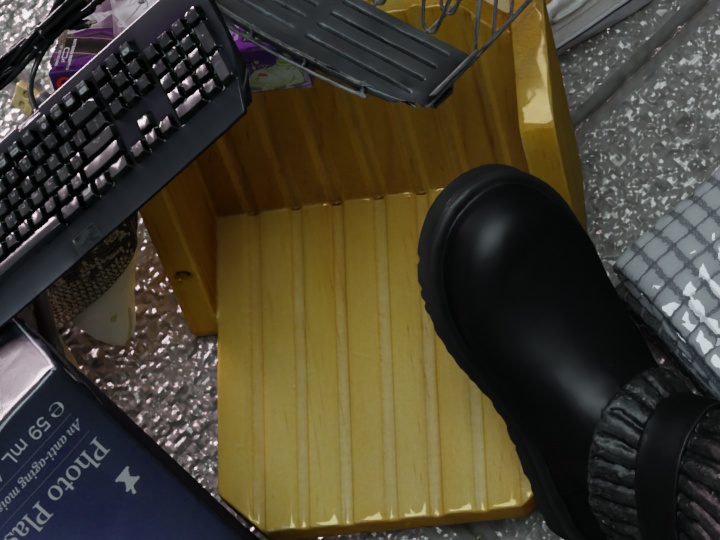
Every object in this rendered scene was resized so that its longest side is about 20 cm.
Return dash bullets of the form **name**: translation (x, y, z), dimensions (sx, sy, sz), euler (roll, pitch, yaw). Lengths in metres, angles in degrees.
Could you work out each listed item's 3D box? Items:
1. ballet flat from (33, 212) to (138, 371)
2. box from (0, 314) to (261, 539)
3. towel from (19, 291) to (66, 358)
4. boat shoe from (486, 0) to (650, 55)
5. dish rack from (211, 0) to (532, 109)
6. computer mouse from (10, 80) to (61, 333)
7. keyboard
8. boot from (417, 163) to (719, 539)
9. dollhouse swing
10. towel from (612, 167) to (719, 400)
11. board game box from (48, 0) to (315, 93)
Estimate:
- **ballet flat**: translation (-0.157, 0.027, 1.212), dimensions (0.075, 0.068, 0.200), euler (42, 109, -17)
- **box**: translation (-0.151, 0.155, 1.104), dimensions (0.200, 0.198, 0.123), euler (-47, 28, -4)
- **towel**: translation (-0.196, 0.088, 1.186), dimensions (0.132, 0.035, 0.201), euler (-4, 109, 13)
- **boat shoe**: translation (0.096, -0.154, 1.227), dimensions (0.200, 0.070, 0.071), euler (-36, 68, 0)
- **dish rack**: translation (0.017, -0.157, 1.108), dimensions (0.153, 0.055, 0.200), euler (28, 47, 17)
- **computer mouse**: translation (-0.219, -0.045, 1.277), dimensions (0.199, 0.046, 0.141), euler (28, 83, 19)
- **keyboard**: translation (-0.138, -0.058, 1.078), dimensions (0.200, 0.021, 0.127), euler (-39, 54, 17)
- **boot**: translation (0.119, 0.055, 1.065), dimensions (0.079, 0.212, 0.158), euler (-38, 27, -16)
- **dollhouse swing**: translation (0.000, 0.000, 1.156), dimensions (0.199, 0.182, 0.177), euler (-6, 51, 11)
- **towel**: translation (0.235, 0.026, 1.131), dimensions (0.165, 0.086, 0.200), euler (-38, 71, -7)
- **board game box**: translation (-0.071, -0.153, 1.169), dimensions (0.119, 0.032, 0.201), euler (-2, 44, 9)
